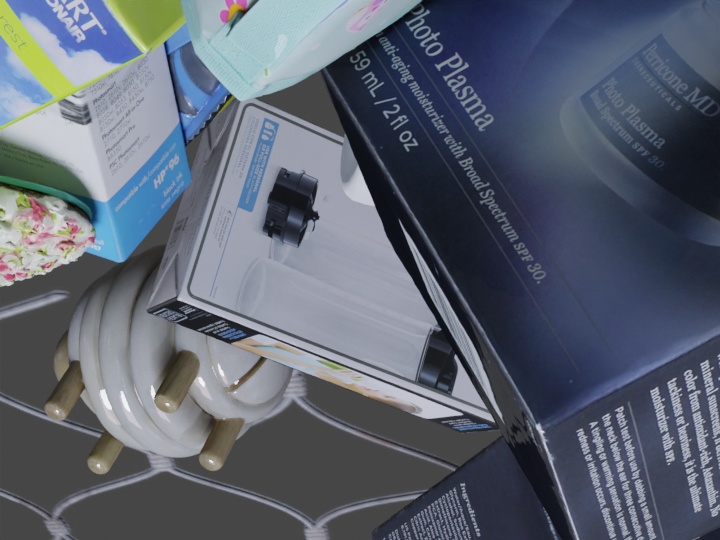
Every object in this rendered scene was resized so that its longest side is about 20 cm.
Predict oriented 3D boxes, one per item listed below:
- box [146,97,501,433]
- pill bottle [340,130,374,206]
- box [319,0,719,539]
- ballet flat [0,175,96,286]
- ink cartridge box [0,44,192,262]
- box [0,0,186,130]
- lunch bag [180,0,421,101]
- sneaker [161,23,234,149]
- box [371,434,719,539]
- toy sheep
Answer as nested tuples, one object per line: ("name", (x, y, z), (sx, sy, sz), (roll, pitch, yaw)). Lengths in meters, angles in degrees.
("box", (0.000, 0.000, 0.814), (0.198, 0.118, 0.060), (23, 163, -20))
("pill bottle", (0.098, -0.061, 0.712), (0.198, 0.112, 0.111), (15, 146, -9))
("box", (0.115, -0.032, 0.550), (0.197, 0.201, 0.124), (-28, 140, -3))
("ballet flat", (-0.215, -0.016, 0.707), (0.198, 0.065, 0.076), (11, 159, 21))
("ink cartridge box", (-0.153, -0.112, 0.684), (0.115, 0.068, 0.201), (17, 138, 23))
("box", (-0.146, -0.119, 0.580), (0.199, 0.048, 0.122), (-16, 117, 45))
("lunch bag", (0.017, -0.166, 0.492), (0.121, 0.202, 0.170), (27, 142, -26))
("sneaker", (-0.072, -0.124, 0.712), (0.078, 0.066, 0.200), (39, 145, -5))
("box", (0.144, 0.173, 0.983), (0.195, 0.119, 0.200), (-7, 156, -31))
("toy sheep", (-0.104, 0.049, 0.904), (0.198, 0.139, 0.138), (-3, 146, 32))
